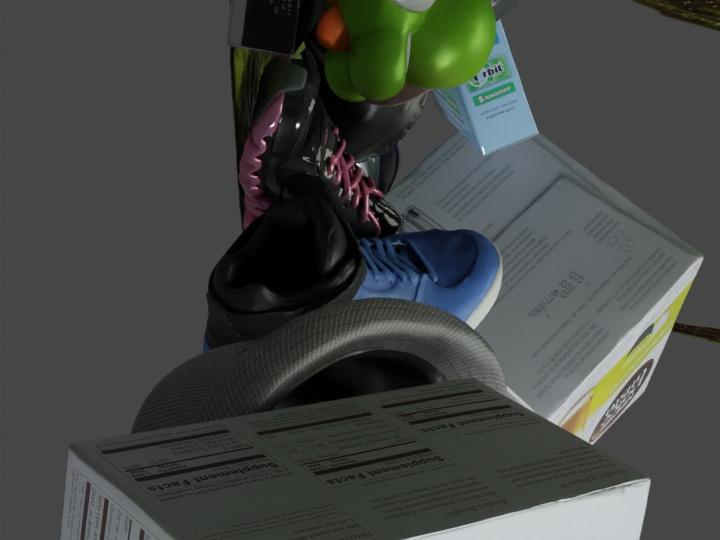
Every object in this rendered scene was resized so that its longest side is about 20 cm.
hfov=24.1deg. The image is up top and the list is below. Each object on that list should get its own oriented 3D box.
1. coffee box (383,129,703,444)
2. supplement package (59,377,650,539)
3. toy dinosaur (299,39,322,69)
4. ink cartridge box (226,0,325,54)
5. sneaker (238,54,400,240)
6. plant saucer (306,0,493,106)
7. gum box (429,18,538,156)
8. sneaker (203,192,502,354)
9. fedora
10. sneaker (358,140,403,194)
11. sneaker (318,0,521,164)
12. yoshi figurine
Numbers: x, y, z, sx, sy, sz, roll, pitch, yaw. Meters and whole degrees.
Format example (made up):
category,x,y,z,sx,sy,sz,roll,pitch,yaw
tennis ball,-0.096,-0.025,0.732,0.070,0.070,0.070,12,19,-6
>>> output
category,x,y,z,sx,sy,sz,roll,pitch,yaw
coffee box,0.098,0.043,1.244,0.200,0.200,0.198,-41,158,-29
supplement package,-0.007,0.143,0.650,0.111,0.200,0.156,28,-64,47
toy dinosaur,0.003,-0.184,1.157,0.200,0.102,0.136,25,56,-66
ink cartridge box,-0.032,-0.184,0.895,0.200,0.039,0.100,-76,174,-69
sneaker,-0.022,-0.051,0.999,0.200,0.095,0.079,93,8,-57
plant saucer,0.014,-0.195,0.959,0.200,0.034,0.200,-10,-102,55
gum box,0.055,-0.195,1.167,0.170,0.045,0.200,-117,-175,-72
sneaker,0.001,0.001,0.949,0.077,0.200,0.111,48,-30,37
fedora,-0.031,0.090,0.761,0.200,0.090,0.177,-15,114,-43
sneaker,-0.032,-0.018,1.262,0.146,0.081,0.200,-40,149,-66
sneaker,0.018,-0.151,1.035,0.200,0.076,0.091,-51,149,10
yoshi figurine,0.035,-0.177,0.851,0.112,0.112,0.200,146,-44,-86
